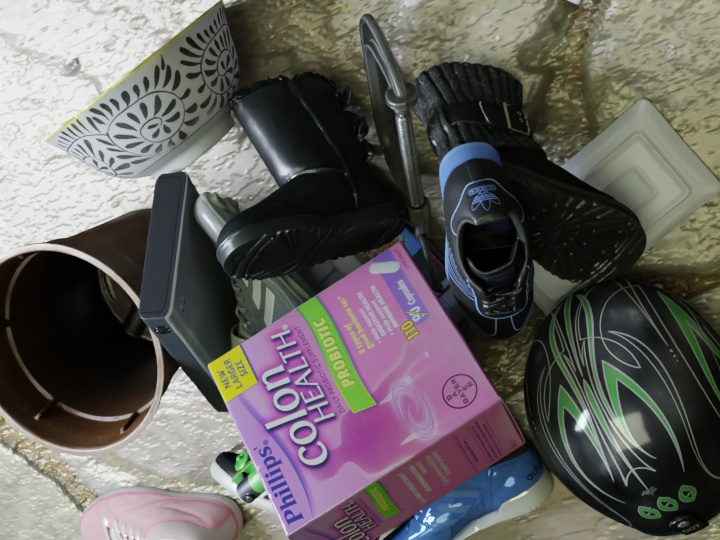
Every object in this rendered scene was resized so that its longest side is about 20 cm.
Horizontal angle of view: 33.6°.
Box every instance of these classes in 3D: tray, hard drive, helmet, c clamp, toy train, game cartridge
[{"bbox_3d":[0.209,-0.047,1.058,0.108,0.022,0.200,48,116,-1],"label":"tray"},{"bbox_3d":[-0.144,0.025,1.079,0.032,0.141,0.201,-4,151,11],"label":"hard drive"},{"bbox_3d":[0.232,0.110,1.024,0.199,0.201,0.191,-32,114,25],"label":"helmet"},{"bbox_3d":[0.037,-0.110,1.012,0.027,0.172,0.202,-17,132,-4],"label":"c clamp"},{"bbox_3d":[-0.056,0.155,1.128,0.042,0.057,0.200,34,119,-21],"label":"toy train"},{"bbox_3d":[0.000,0.000,1.120,0.200,0.038,0.130,45,103,-1],"label":"game cartridge"}]

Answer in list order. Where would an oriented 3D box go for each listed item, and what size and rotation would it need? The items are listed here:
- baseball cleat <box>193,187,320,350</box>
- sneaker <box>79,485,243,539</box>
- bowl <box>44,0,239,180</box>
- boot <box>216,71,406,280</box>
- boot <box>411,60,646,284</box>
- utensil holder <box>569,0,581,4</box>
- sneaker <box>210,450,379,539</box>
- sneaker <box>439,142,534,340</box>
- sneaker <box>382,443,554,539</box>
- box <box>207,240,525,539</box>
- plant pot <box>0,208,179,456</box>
[{"bbox_3d":[-0.096,0.024,1.058,0.106,0.070,0.200,-39,113,12],"label":"baseball cleat"},{"bbox_3d":[-0.233,0.288,1.278,0.197,0.105,0.076,-5,109,21],"label":"sneaker"},{"bbox_3d":[-0.172,-0.141,1.059,0.200,0.201,0.095,-33,105,25],"label":"bowl"},{"bbox_3d":[-0.063,-0.086,1.007,0.073,0.196,0.164,-49,62,46],"label":"boot"},{"bbox_3d":[0.143,-0.088,1.013,0.209,0.159,0.080,24,124,-30],"label":"boot"},{"bbox_3d":[0.119,-0.322,0.912,0.198,0.170,0.171,28,115,4],"label":"utensil holder"},{"bbox_3d":[-0.052,0.198,1.214,0.198,0.073,0.113,22,93,23],"label":"sneaker"},{"bbox_3d":[0.100,-0.001,0.921,0.069,0.079,0.201,-15,135,5],"label":"sneaker"},{"bbox_3d":[0.077,0.210,1.160,0.199,0.077,0.112,-31,103,21],"label":"sneaker"},{"bbox_3d":[0.003,0.110,0.990,0.199,0.097,0.177,-32,56,2],"label":"box"},{"bbox_3d":[-0.236,0.041,1.138,0.197,0.198,0.203,6,110,15],"label":"plant pot"}]
